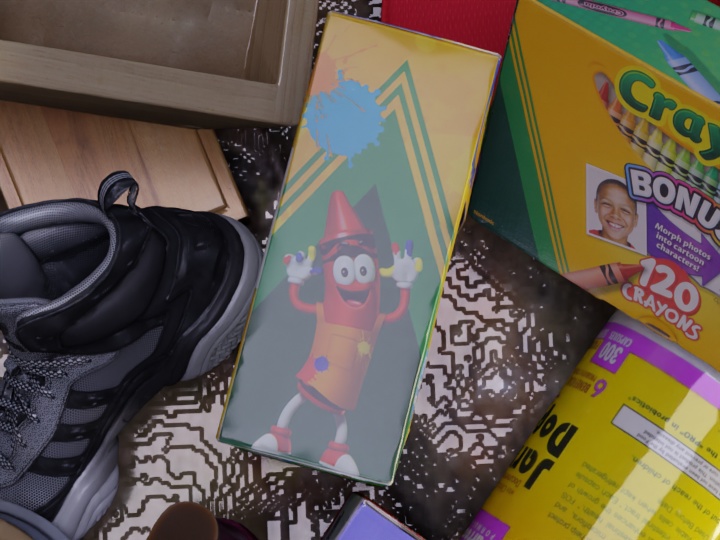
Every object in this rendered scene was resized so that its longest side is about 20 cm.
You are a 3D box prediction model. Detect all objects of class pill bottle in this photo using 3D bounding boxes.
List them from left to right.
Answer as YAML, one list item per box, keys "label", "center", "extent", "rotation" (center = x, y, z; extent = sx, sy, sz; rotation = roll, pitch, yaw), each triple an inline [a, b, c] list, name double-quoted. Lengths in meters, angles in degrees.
- label: "pill bottle"
  center: [0.101, 0.119, 1.000]
  extent: [0.104, 0.104, 0.201]
  rotation: [35, 85, 2]

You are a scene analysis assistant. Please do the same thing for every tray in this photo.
- label: "tray"
  center: [-0.132, -0.096, 1.050]
  extent: [0.098, 0.037, 0.201]
  rotation: [-22, 85, -3]

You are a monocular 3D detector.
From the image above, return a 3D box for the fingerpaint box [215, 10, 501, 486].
- label: "fingerpaint box"
  center: [0.000, 0.000, 0.961]
  extent: [0.073, 0.200, 0.168]
  rotation: [14, 84, 0]

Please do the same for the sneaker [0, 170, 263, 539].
- label: "sneaker"
  center: [-0.136, 0.041, 0.983]
  extent: [0.200, 0.114, 0.076]
  rotation: [-48, 51, 7]

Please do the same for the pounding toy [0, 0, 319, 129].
- label: "pounding toy"
  center: [-0.100, -0.166, 0.976]
  extent: [0.183, 0.142, 0.202]
  rotation: [7, 88, -30]

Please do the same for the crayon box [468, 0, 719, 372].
- label: "crayon box"
  center: [0.146, -0.030, 0.936]
  extent: [0.199, 0.119, 0.058]
  rotation: [32, 46, 21]

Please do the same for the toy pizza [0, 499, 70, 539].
- label: "toy pizza"
  center: [-0.181, 0.189, 0.960]
  extent: [0.032, 0.200, 0.201]
  rotation: [25, 83, 44]

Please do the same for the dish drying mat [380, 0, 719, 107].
- label: "dish drying mat"
  center: [0.099, -0.110, 1.017]
  extent: [0.198, 0.018, 0.078]
  rotation: [1, 94, 26]

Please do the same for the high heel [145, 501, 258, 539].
- label: "high heel"
  center: [-0.095, 0.196, 0.984]
  extent: [0.067, 0.096, 0.201]
  rotation: [28, 79, 23]

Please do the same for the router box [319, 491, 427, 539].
- label: "router box"
  center: [-0.036, 0.186, 0.955]
  extent: [0.049, 0.180, 0.201]
  rotation: [34, 85, 1]
